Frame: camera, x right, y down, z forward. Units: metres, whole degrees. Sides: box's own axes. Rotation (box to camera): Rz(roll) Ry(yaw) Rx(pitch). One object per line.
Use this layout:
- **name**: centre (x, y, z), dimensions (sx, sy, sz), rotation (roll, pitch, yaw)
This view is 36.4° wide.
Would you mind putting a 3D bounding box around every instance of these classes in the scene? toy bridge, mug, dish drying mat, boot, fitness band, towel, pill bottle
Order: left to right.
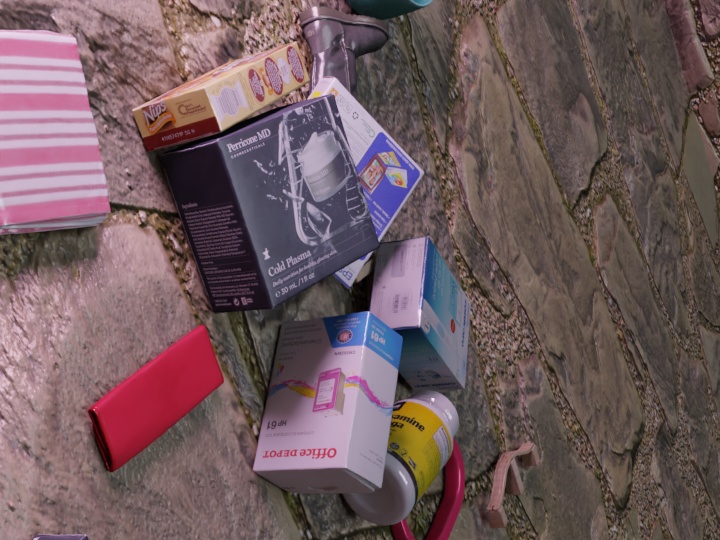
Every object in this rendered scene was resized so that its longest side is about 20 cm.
- **towel**: centre (-0.326, -0.139, 1.088), dimensions (0.146, 0.030, 0.204), rotation (-11, 90, -57)
- **dish drying mat**: centre (-0.219, 0.135, 1.193), dimensions (0.200, 0.018, 0.078), rotation (-40, 117, -54)
- **boot**: centre (-0.016, -0.258, 1.550), dimensions (0.180, 0.072, 0.204), rotation (-2, 78, -43)
- **toy bridge**: centre (0.000, 0.000, 1.552), dimensions (0.067, 0.027, 0.203), rotation (-36, 114, -54)
- **mug**: centre (0.022, -0.454, 1.615), dimensions (0.184, 0.113, 0.155), rotation (9, 75, -55)
- **pill bottle**: centre (0.060, 0.250, 1.509), dimensions (0.200, 0.111, 0.114), rotation (-41, 116, -53)
- **fitness band**: centre (0.101, 0.331, 1.626), dimensions (0.201, 0.037, 0.145), rotation (-56, 131, -45)
- **toy bridge**: centre (0.255, 0.346, 1.849), dimensions (0.200, 0.027, 0.068), rotation (-46, 120, -53)

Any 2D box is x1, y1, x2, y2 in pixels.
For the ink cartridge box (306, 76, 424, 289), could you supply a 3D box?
- **ink cartridge box**: centre (-0.033, -0.115, 1.463), dimensions (0.197, 0.047, 0.201), rotation (43, 76, -31)

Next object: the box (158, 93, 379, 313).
- **box**: centre (-0.104, -0.080, 1.296), dimensions (0.199, 0.123, 0.200), rotation (-30, 106, -42)

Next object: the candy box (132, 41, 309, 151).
- **candy box**: centre (-0.159, -0.205, 1.276), dimensions (0.200, 0.114, 0.056), rotation (-41, 117, -52)

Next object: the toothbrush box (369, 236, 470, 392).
- **toothbrush box**: centre (0.089, 0.068, 1.591), dimensions (0.201, 0.084, 0.149), rotation (54, 36, -50)

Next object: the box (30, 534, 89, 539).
- **box**: centre (-0.302, 0.350, 0.963), dimensions (0.200, 0.078, 0.143), rotation (-43, 116, -52)

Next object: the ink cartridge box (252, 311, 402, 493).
- **ink cartridge box**: centre (-0.038, 0.165, 1.347), dimensions (0.084, 0.143, 0.203), rotation (38, 52, -46)
